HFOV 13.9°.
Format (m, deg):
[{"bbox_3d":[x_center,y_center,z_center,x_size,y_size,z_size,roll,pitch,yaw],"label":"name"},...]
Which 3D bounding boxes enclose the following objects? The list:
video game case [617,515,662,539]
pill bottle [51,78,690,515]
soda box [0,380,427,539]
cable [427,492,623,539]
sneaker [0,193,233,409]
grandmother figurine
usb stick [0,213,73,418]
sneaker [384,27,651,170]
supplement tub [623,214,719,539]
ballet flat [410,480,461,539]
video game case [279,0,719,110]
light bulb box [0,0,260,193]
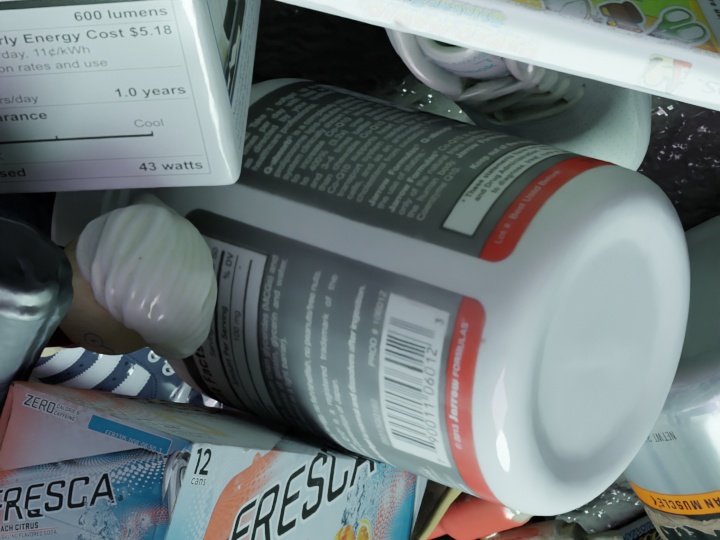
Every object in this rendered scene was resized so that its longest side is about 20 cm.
[{"bbox_3d":[0.205,0.155,1.264,0.181,0.046,0.200,-32,128,32],"label":"video game case"},{"bbox_3d":[0.000,0.000,0.990,0.199,0.116,0.116,18,150,34],"label":"pill bottle"},{"bbox_3d":[-0.048,0.080,0.964,0.068,0.064,0.200,17,-178,23],"label":"soda box"},{"bbox_3d":[0.016,0.123,1.232,0.199,0.051,0.097,-25,131,27],"label":"cable"},{"bbox_3d":[-0.083,0.020,1.102,0.108,0.070,0.200,-5,146,16],"label":"sneaker"},{"bbox_3d":[-0.130,0.009,0.965,0.199,0.061,0.121,-3,171,33],"label":"grandmother figurine"},{"bbox_3d":[-0.137,0.037,0.933,0.055,0.033,0.200,21,148,-10],"label":"usb stick"},{"bbox_3d":[0.040,-0.080,0.975,0.070,0.081,0.200,-19,136,21],"label":"sneaker"},{"bbox_3d":[0.172,0.084,1.086,0.122,0.123,0.200,-21,115,25],"label":"supplement tub"},{"bbox_3d":[0.016,0.076,1.104,0.200,0.069,0.063,-41,156,-7],"label":"ballet flat"},{"bbox_3d":[0.043,-0.126,0.828,0.181,0.201,0.023,13,130,-12],"label":"video game case"},{"bbox_3d":[-0.140,-0.131,0.888,0.197,0.125,0.201,-2,139,7],"label":"light bulb box"}]
